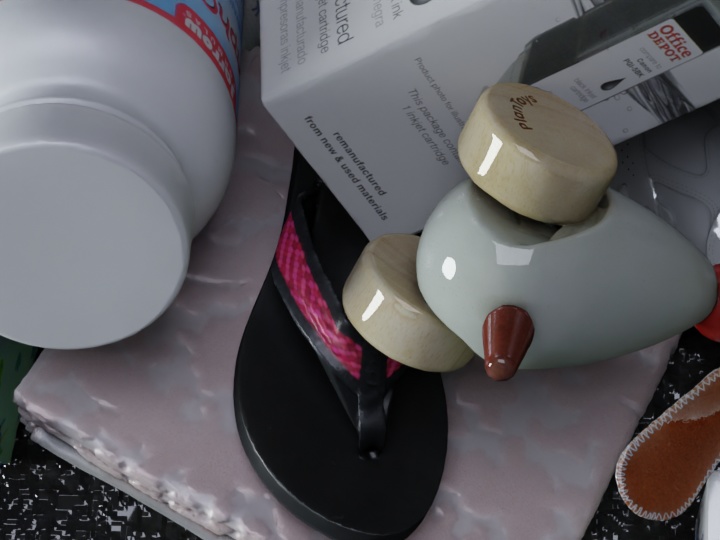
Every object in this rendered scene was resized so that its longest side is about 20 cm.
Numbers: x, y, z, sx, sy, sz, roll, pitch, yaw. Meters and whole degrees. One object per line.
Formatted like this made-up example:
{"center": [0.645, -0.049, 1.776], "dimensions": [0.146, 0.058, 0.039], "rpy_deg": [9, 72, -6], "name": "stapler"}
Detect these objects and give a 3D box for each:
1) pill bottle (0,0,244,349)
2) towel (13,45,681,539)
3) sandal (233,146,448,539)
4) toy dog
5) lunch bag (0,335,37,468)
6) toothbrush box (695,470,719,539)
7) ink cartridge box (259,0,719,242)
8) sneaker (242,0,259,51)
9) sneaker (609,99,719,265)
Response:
{"center": [-0.095, -0.068, 0.785], "dimensions": [0.108, 0.109, 0.200], "rpy_deg": [-6, 38, 3], "name": "pill bottle"}
{"center": [0.002, 0.031, 0.824], "dimensions": [0.199, 0.032, 0.191], "rpy_deg": [31, 56, 1], "name": "towel"}
{"center": [0.000, 0.000, 0.796], "dimensions": [0.075, 0.045, 0.201], "rpy_deg": [12, 57, -12], "name": "sandal"}
{"center": [0.096, 0.018, 0.729], "dimensions": [0.199, 0.132, 0.097], "rpy_deg": [3, 39, -7], "name": "toy dog"}
{"center": [-0.221, 0.017, 0.824], "dimensions": [0.199, 0.161, 0.083], "rpy_deg": [12, 82, 6], "name": "lunch bag"}
{"center": [0.184, 0.178, 0.776], "dimensions": [0.145, 0.086, 0.201], "rpy_deg": [4, 71, 7], "name": "toothbrush box"}
{"center": [0.069, -0.117, 0.773], "dimensions": [0.199, 0.083, 0.147], "rpy_deg": [-24, 41, 19], "name": "ink cartridge box"}
{"center": [-0.120, -0.138, 0.915], "dimensions": [0.199, 0.075, 0.087], "rpy_deg": [20, 84, 13], "name": "sneaker"}
{"center": [0.104, -0.048, 0.870], "dimensions": [0.099, 0.078, 0.201], "rpy_deg": [-20, 62, 5], "name": "sneaker"}
